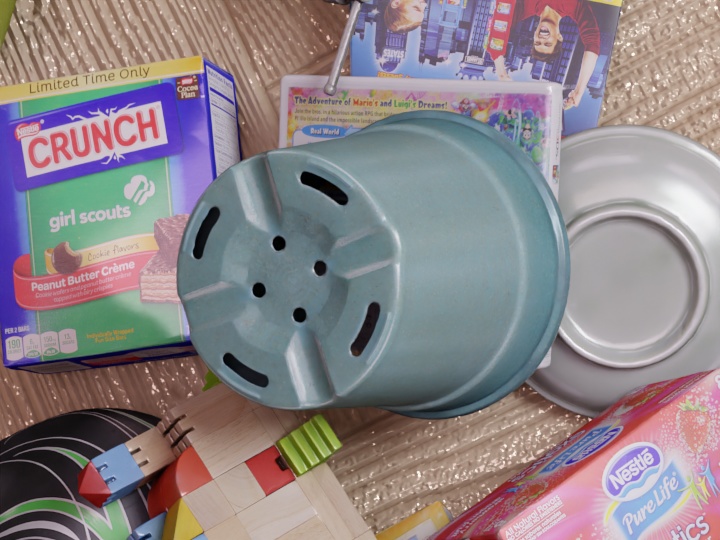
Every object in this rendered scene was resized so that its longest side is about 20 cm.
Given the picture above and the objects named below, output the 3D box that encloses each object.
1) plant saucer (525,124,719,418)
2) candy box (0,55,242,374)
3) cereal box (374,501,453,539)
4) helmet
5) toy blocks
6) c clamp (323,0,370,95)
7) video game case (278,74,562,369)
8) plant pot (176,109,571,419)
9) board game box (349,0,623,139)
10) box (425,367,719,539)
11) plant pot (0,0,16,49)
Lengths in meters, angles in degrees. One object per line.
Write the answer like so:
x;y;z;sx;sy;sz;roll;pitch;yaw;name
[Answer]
0.173;0.007;1.286;0.199;0.050;0.201;2;102;7;plant saucer
-0.169;-0.038;1.385;0.168;0.077;0.201;-8;80;12;candy box
0.034;0.266;1.235;0.143;0.040;0.201;-28;66;5;cereal box
-0.165;0.191;1.297;0.190;0.200;0.201;-2;82;23;helmet
-0.080;0.154;1.200;0.136;0.100;0.200;-27;78;-37;toy blocks
-0.042;-0.223;1.356;0.200;0.027;0.172;28;94;53;c clamp
0.035;-0.035;1.296;0.199;0.024;0.183;5;95;27;video game case
0.000;0.000;1.193;0.199;0.196;0.201;1;93;27;plant pot
0.070;-0.125;1.352;0.199;0.062;0.201;12;87;12;board game box
0.152;0.150;1.201;0.200;0.100;0.096;-32;94;-27;box
-0.303;-0.282;1.412;0.186;0.187;0.201;17;72;14;plant pot
